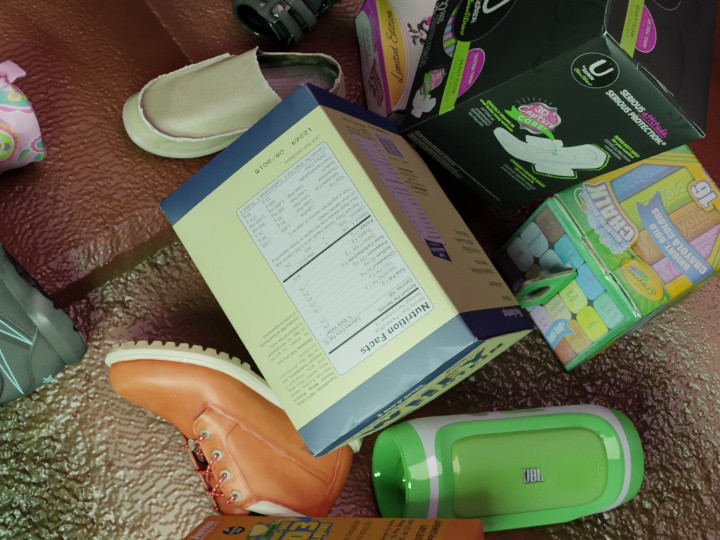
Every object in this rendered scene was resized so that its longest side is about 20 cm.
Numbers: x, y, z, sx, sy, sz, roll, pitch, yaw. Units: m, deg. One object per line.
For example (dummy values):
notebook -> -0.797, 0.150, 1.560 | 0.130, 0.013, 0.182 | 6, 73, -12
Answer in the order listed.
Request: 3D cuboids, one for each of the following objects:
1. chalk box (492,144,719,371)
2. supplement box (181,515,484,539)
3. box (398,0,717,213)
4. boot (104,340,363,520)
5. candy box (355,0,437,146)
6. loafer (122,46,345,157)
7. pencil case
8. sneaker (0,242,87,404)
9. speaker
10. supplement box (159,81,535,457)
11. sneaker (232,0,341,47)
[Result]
chalk box -> 0.206, -0.007, 0.904 | 0.199, 0.125, 0.124 | -28, 77, -27
supplement box -> -0.019, 0.201, 0.699 | 0.198, 0.067, 0.069 | -4, 95, 13
box -> 0.152, -0.160, 0.822 | 0.124, 0.199, 0.149 | 35, 55, -30
boot -> -0.100, 0.122, 0.767 | 0.199, 0.075, 0.108 | 24, 65, -9
candy box -> 0.102, -0.183, 0.984 | 0.198, 0.061, 0.137 | 0, 67, -19
loafer -> -0.100, -0.149, 0.892 | 0.199, 0.068, 0.076 | -16, 72, -25
pencil case -> -0.323, -0.076, 0.769 | 0.200, 0.087, 0.088 | -37, 82, -28
sneaker -> -0.270, 0.006, 0.725 | 0.079, 0.075, 0.201 | -40, 114, -14
speaker -> 0.113, 0.151, 0.820 | 0.198, 0.089, 0.089 | -2, 67, -20
supplement box -> 0.000, 0.000, 0.765 | 0.134, 0.200, 0.201 | -36, 78, 16
sneaker -> -0.026, -0.241, 0.922 | 0.199, 0.071, 0.100 | 6, 66, 33
